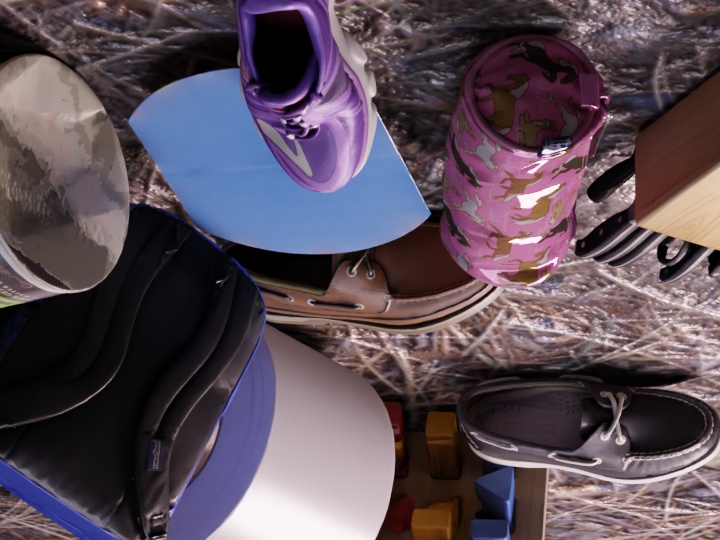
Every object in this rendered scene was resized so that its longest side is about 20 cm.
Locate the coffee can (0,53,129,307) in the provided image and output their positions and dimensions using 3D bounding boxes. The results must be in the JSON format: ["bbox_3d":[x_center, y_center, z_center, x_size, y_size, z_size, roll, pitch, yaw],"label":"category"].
[{"bbox_3d":[-0.264,-0.041,1.631,0.199,0.147,0.146,-13,150,31],"label":"coffee can"}]

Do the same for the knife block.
[{"bbox_3d":[0.199,-0.061,1.605,0.174,0.064,0.200,-7,153,16],"label":"knife block"}]

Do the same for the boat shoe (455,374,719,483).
[{"bbox_3d":[0.169,0.112,1.977,0.199,0.074,0.060,5,160,18],"label":"boat shoe"}]

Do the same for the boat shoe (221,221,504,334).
[{"bbox_3d":[0.000,0.000,1.760,0.199,0.072,0.068,-8,153,23],"label":"boat shoe"}]

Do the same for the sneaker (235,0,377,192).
[{"bbox_3d":[-0.042,-0.107,1.490,0.080,0.084,0.200,-1,142,12],"label":"sneaker"}]

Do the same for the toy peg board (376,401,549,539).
[{"bbox_3d":[0.038,0.184,2.018,0.198,0.201,0.098,0,140,9],"label":"toy peg board"}]

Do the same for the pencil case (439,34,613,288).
[{"bbox_3d":[0.096,-0.063,1.607,0.087,0.083,0.200,46,160,16],"label":"pencil case"}]

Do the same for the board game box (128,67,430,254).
[{"bbox_3d":[-0.048,-0.080,1.643,0.157,0.039,0.200,-4,146,19],"label":"board game box"}]

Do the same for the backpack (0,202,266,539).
[{"bbox_3d":[-0.174,0.056,1.719,0.162,0.201,0.168,37,163,-24],"label":"backpack"}]

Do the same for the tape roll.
[{"bbox_3d":[-0.093,0.138,1.916,0.202,0.204,0.139,-16,149,36],"label":"tape roll"}]
